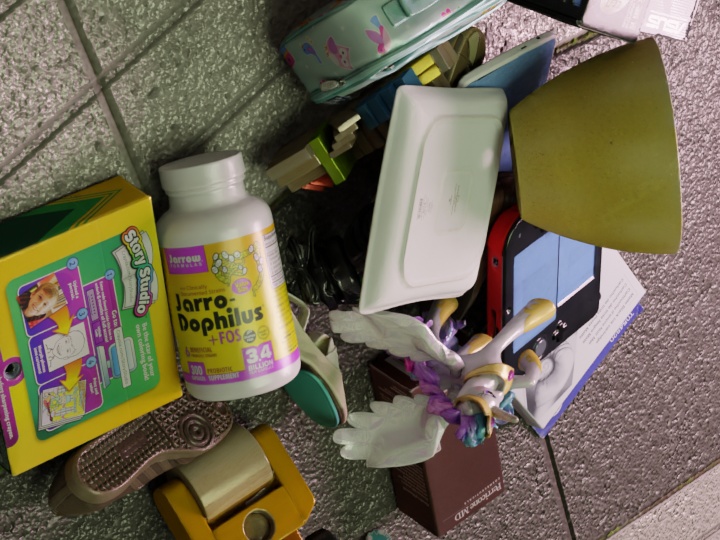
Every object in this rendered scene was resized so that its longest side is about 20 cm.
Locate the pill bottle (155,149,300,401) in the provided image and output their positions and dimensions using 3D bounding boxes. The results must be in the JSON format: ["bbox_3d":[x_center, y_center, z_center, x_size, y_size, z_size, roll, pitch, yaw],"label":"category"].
[{"bbox_3d":[-0.118,0.003,1.449,0.104,0.104,0.202,-19,104,-33],"label":"pill bottle"}]

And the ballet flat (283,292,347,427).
[{"bbox_3d":[-0.058,0.071,1.586,0.070,0.069,0.200,-48,133,-12],"label":"ballet flat"}]

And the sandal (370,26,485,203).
[{"bbox_3d":[0.054,-0.141,1.578,0.080,0.054,0.201,-5,120,-65],"label":"sandal"}]

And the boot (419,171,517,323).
[{"bbox_3d":[0.159,-0.031,1.726,0.199,0.064,0.187,-17,138,-48],"label":"boot"}]

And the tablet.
[{"bbox_3d":[0.128,-0.132,1.634,0.130,0.014,0.201,-30,147,-30],"label":"tablet"}]

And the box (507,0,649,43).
[{"bbox_3d":[0.202,-0.330,1.540,0.086,0.163,0.202,8,106,-43],"label":"box"}]

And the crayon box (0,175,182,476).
[{"bbox_3d":[-0.246,0.046,1.411,0.172,0.058,0.202,-25,126,-31],"label":"crayon box"}]

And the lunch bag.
[{"bbox_3d":[0.035,-0.219,1.445,0.199,0.160,0.078,-36,102,-27],"label":"lunch bag"}]

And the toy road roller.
[{"bbox_3d":[-0.113,0.256,1.607,0.122,0.146,0.201,-30,90,-26],"label":"toy road roller"}]

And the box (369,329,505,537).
[{"bbox_3d":[0.081,0.164,1.742,0.100,0.075,0.201,-31,130,-26],"label":"box"}]

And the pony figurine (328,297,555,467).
[{"bbox_3d":[0.077,0.092,1.576,0.200,0.191,0.168,-52,140,-56],"label":"pony figurine"}]

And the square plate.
[{"bbox_3d":[0.073,-0.064,1.512,0.198,0.028,0.202,-9,112,-59],"label":"square plate"}]

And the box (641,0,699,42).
[{"bbox_3d":[0.278,-0.325,1.691,0.199,0.044,0.162,6,106,-42],"label":"box"}]

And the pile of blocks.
[{"bbox_3d":[0.013,-0.122,1.492,0.199,0.082,0.062,-35,105,1],"label":"pile of blocks"}]

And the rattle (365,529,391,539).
[{"bbox_3d":[-0.008,0.360,1.719,0.199,0.143,0.132,-17,103,-27],"label":"rattle"}]

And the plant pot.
[{"bbox_3d":[0.212,-0.107,1.568,0.140,0.201,0.202,-7,122,3],"label":"plant pot"}]

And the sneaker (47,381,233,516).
[{"bbox_3d":[-0.201,0.159,1.509,0.199,0.071,0.075,-23,169,-49],"label":"sneaker"}]

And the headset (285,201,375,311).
[{"bbox_3d":[0.000,0.000,1.548,0.123,0.095,0.199,-33,154,28],"label":"headset"}]

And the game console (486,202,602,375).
[{"bbox_3d":[0.192,0.000,1.704,0.176,0.031,0.202,-31,134,-34],"label":"game console"}]

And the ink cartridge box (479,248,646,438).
[{"bbox_3d":[0.227,0.070,1.843,0.200,0.040,0.200,-52,134,-9],"label":"ink cartridge box"}]
